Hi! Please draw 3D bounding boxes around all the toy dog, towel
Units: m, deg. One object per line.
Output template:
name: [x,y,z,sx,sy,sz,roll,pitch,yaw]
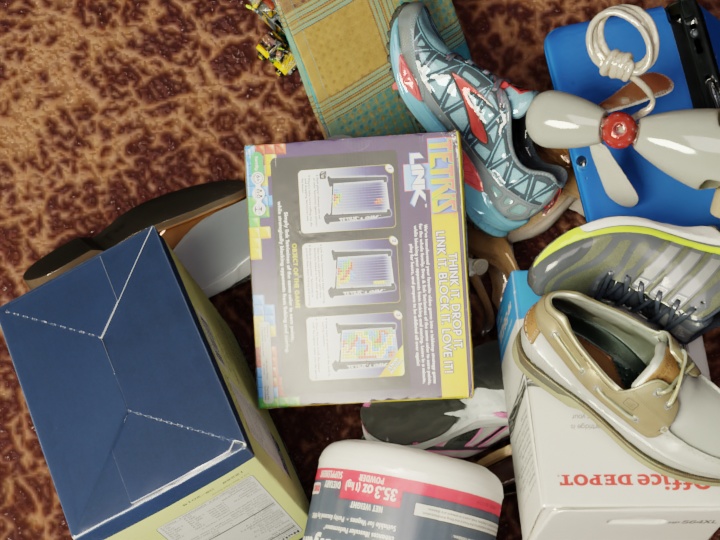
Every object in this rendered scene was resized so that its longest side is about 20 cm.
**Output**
toy dog: [0.234,-0.101,1.079,0.199,0.096,0.132,35,103,11]
towel: [0.016,-0.182,1.173,0.146,0.022,0.201,-30,122,-13]

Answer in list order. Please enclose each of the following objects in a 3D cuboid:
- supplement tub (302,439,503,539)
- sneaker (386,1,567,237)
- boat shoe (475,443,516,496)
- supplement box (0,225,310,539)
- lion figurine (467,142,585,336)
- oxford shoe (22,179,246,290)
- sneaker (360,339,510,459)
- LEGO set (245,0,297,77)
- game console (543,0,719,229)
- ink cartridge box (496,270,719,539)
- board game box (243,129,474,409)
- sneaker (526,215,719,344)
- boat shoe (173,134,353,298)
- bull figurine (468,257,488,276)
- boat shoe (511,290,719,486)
supplement tub: [0.021,0.233,1.040,0.139,0.140,0.201,11,77,3]
sneaker: [0.098,-0.132,1.135,0.095,0.079,0.201,-27,97,30]
boat shoe: [0.192,0.149,1.159,0.199,0.070,0.071,-20,75,-3]
supplement box: [-0.145,0.116,1.073,0.134,0.200,0.201,-27,59,0]
lion figurine: [0.141,-0.051,1.195,0.200,0.072,0.123,-42,72,-1]
oxford shoe: [-0.177,-0.014,1.206,0.199,0.071,0.072,-28,111,-7]
sneaker: [0.085,0.116,1.170,0.199,0.087,0.081,-7,56,-19]
LEGO set: [-0.006,-0.248,1.204,0.200,0.116,0.154,-38,82,-5]
game console: [0.255,-0.107,1.178,0.118,0.170,0.201,-20,72,30]
ink cartridge box: [0.187,0.105,1.091,0.145,0.084,0.201,1,58,-7]
board game box: [0.000,0.000,1.090,0.164,0.057,0.202,-3,88,4]
sneaker: [0.222,0.011,1.064,0.198,0.074,0.081,0,60,-5]
boat shoe: [-0.070,-0.029,1.172,0.199,0.068,0.074,-39,46,-2]
bull figurine: [0.029,-0.014,1.180,0.200,0.065,0.121,-44,38,2]
boat shoe: [0.202,0.083,1.014,0.199,0.069,0.075,28,56,8]
